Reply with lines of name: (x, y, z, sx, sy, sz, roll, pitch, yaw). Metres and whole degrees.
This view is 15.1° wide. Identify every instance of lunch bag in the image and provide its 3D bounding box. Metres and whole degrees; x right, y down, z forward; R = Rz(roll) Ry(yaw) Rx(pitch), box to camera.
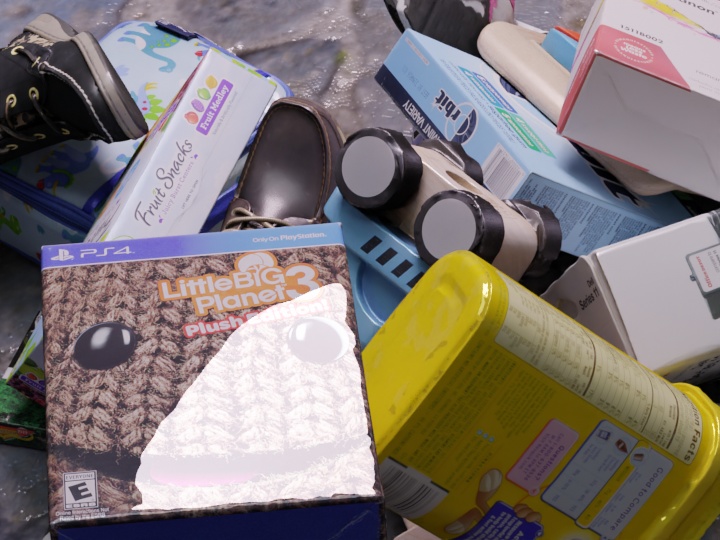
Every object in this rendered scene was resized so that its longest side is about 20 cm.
lunch bag: (-0.148, -0.078, 1.819, 0.161, 0.083, 0.200, 30, 51, 29)

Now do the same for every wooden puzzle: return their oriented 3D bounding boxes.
wooden puzzle: (0.196, -0.103, 1.783, 0.200, 0.037, 0.185, 4, 34, -48)

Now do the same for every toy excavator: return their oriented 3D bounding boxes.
toy excavator: (0.037, 0.044, 1.578, 0.194, 0.200, 0.100, 39, 17, 26)

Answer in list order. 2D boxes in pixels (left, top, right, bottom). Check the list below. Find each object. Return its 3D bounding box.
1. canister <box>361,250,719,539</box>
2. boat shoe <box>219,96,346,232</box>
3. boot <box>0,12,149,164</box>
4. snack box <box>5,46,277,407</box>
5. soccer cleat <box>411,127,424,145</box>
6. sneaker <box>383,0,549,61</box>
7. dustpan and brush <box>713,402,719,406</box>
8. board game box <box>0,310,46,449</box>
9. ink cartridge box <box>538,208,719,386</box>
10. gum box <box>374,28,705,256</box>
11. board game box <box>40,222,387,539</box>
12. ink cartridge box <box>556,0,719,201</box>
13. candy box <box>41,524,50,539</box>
canister: (0.092, 0.094, 1.477, 0.149, 0.200, 0.087, -52, 30, 10)
boat shoe: (-0.051, -0.005, 1.614, 0.074, 0.200, 0.073, 7, 0, 18)
boot: (-0.225, -0.088, 1.705, 0.154, 0.074, 0.204, -33, 24, -10)
snack box: (-0.132, -0.022, 1.638, 0.053, 0.142, 0.200, 30, 59, -8)
soccer cleat: (0.066, -0.077, 1.802, 0.067, 0.077, 0.200, 0, 36, 3)
sneaker: (0.063, -0.158, 1.819, 0.086, 0.200, 0.080, 21, 78, 39)
dustpan and brush: (0.260, 0.096, 1.604, 0.200, 0.057, 0.140, -3, 40, 14)
board game box: (-0.123, 0.079, 1.678, 0.200, 0.023, 0.105, 8, 44, 13)
ink cartridge box: (0.218, 0.015, 1.629, 0.200, 0.147, 0.083, -17, 79, -16)
gum box: (0.126, -0.067, 1.731, 0.200, 0.045, 0.170, 19, 23, -40)
board game box: (-0.076, 0.081, 1.356, 0.159, 0.097, 0.200, -5, 42, -5)
ink cartridge box: (0.197, -0.133, 1.704, 0.116, 0.068, 0.200, 22, 30, -2)
candy box: (-0.112, 0.168, 1.460, 0.071, 0.168, 0.200, 6, 42, 13)
